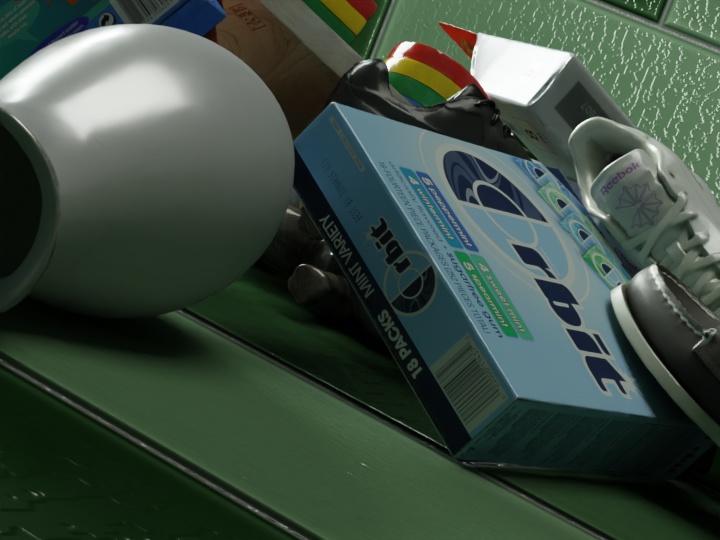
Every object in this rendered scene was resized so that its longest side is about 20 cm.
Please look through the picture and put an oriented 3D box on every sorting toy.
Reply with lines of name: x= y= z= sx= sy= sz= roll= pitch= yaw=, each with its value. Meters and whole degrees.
sorting toy: x=-0.025 y=-0.110 z=1.401 sx=0.199 sy=0.070 sz=0.200 roll=42 pitch=-22 yaw=-19

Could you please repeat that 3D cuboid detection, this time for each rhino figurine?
rhino figurine: x=0.000 y=0.000 z=1.226 sx=0.199 sy=0.060 sz=0.087 roll=25 pitch=2 yaw=39

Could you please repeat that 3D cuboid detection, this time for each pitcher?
pitcher: x=-0.133 y=-0.040 z=0.982 sx=0.170 sy=0.122 sz=0.200 roll=8 pitch=12 yaw=29

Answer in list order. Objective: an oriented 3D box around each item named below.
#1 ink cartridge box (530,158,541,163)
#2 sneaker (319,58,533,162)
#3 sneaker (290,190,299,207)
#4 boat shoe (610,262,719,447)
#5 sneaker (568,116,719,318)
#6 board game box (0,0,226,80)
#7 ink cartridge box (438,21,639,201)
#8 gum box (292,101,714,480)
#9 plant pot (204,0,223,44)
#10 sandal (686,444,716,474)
ink cartridge box: x=0.103 y=-0.053 z=1.835 sx=0.199 sy=0.076 sz=0.165 roll=19 pitch=9 yaw=-13
sneaker: x=0.065 y=-0.048 z=1.283 sx=0.199 sy=0.091 sz=0.076 roll=26 pitch=-10 yaw=-12
sneaker: x=-0.095 y=-0.068 z=1.380 sx=0.199 sy=0.071 sz=0.099 roll=22 pitch=11 yaw=33
boat shoe: x=0.190 y=0.062 z=1.086 sx=0.071 sy=0.061 sz=0.202 roll=17 pitch=29 yaw=-51
sneaker: x=0.157 y=-0.001 z=1.203 sx=0.100 sy=0.075 sz=0.201 roll=41 pitch=14 yaw=-42
board game box: x=-0.180 y=-0.153 z=1.141 sx=0.201 sy=0.152 sz=0.045 roll=55 pitch=9 yaw=16
ink cartridge box: x=0.121 y=-0.071 z=1.442 sx=0.163 sy=0.057 sz=0.200 roll=46 pitch=-11 yaw=-23
gum box: x=0.070 y=0.013 z=1.113 sx=0.199 sy=0.045 sz=0.171 roll=13 pitch=40 yaw=-54
plant pot: x=-0.189 y=-0.143 z=1.256 sx=0.195 sy=0.202 sz=0.200 roll=34 pitch=12 yaw=26
sandal: x=0.124 y=0.047 z=1.260 sx=0.081 sy=0.055 sz=0.200 roll=18 pitch=9 yaw=-29
